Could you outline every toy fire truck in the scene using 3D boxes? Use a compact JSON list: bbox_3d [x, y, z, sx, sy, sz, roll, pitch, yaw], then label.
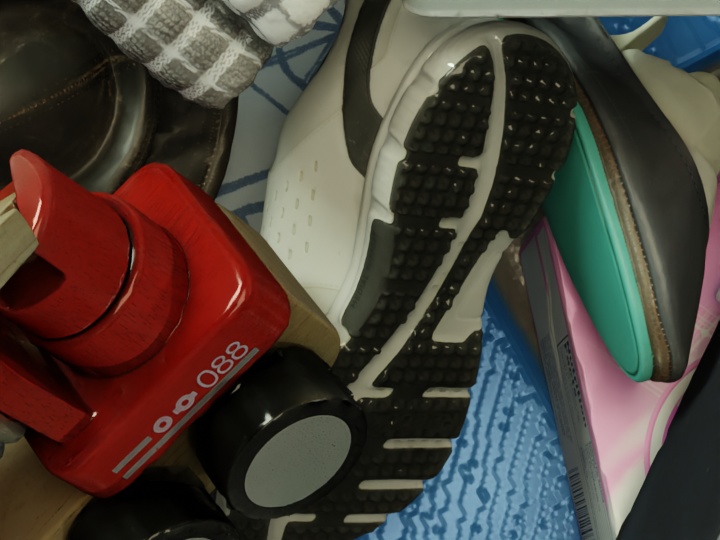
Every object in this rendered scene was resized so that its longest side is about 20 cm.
[{"bbox_3d":[-0.109,0.044,0.623,0.176,0.200,0.129,-44,52,6],"label":"toy fire truck"}]

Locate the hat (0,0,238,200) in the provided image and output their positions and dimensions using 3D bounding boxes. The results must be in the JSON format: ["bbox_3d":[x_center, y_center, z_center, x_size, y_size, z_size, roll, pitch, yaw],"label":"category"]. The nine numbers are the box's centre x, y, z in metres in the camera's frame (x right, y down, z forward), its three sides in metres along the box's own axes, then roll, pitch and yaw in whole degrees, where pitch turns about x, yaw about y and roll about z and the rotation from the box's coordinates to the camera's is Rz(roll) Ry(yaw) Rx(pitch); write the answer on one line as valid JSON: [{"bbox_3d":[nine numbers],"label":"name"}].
[{"bbox_3d":[-0.119,-0.044,0.704,0.200,0.081,0.202,-6,107,-21],"label":"hat"}]

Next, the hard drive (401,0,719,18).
[{"bbox_3d":[0.127,-0.086,0.679,0.199,0.132,0.026,-7,99,-44],"label":"hard drive"}]

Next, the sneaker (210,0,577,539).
[{"bbox_3d":[0.000,0.000,0.739,0.073,0.080,0.201,9,117,-36],"label":"sneaker"}]

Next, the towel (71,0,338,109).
[{"bbox_3d":[-0.059,-0.158,0.700,0.166,0.085,0.200,43,36,-14],"label":"towel"}]

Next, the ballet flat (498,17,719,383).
[{"bbox_3d":[0.074,-0.060,0.746,0.073,0.073,0.201,-23,63,-8],"label":"ballet flat"}]

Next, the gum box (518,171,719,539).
[{"bbox_3d":[0.128,0.062,0.785,0.113,0.066,0.201,-11,81,-6],"label":"gum box"}]

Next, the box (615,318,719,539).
[{"bbox_3d":[0.199,0.063,0.682,0.199,0.123,0.199,26,89,-4],"label":"box"}]

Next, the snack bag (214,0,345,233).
[{"bbox_3d":[-0.069,-0.063,0.804,0.199,0.021,0.189,16,79,-3],"label":"snack bag"}]
